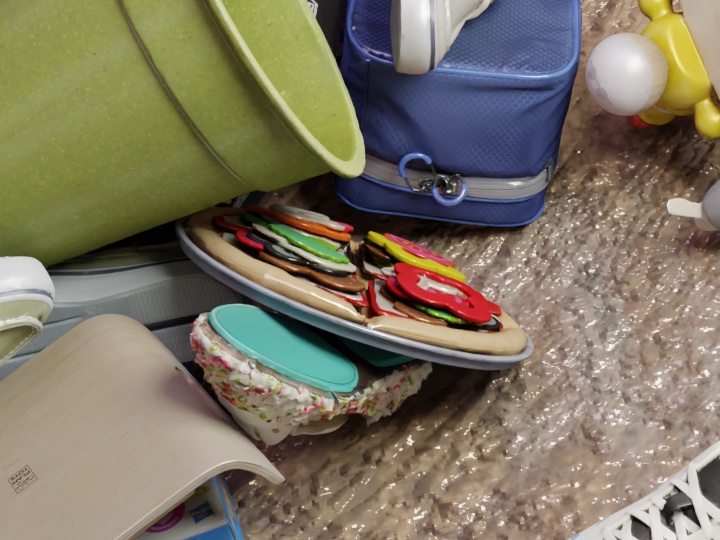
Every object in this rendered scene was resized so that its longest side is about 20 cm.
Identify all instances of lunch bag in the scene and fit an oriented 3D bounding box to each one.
[{"bbox_3d":[0.055,-0.113,1.324,0.135,0.133,0.201,8,44,1],"label":"lunch bag"}]

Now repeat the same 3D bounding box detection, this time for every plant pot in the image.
[{"bbox_3d":[-0.127,-0.093,1.155,0.189,0.200,0.201,-28,38,13],"label":"plant pot"}]

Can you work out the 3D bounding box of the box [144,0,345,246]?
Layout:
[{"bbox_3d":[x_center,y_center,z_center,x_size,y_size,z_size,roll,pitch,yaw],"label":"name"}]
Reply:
[{"bbox_3d":[-0.063,-0.115,1.355,0.043,0.160,0.201,25,40,-14],"label":"box"}]

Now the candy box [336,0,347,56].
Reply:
[{"bbox_3d":[-0.004,-0.229,1.518,0.168,0.077,0.201,-2,43,17],"label":"candy box"}]

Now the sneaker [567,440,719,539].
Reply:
[{"bbox_3d":[0.157,0.117,1.067,0.199,0.073,0.072,-24,42,-6],"label":"sneaker"}]

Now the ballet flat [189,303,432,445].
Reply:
[{"bbox_3d":[-0.027,0.057,1.143,0.076,0.200,0.064,43,109,26],"label":"ballet flat"}]

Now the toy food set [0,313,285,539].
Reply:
[{"bbox_3d":[-0.151,0.120,1.110,0.200,0.061,0.143,-37,43,-9],"label":"toy food set"}]

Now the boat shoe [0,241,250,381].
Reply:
[{"bbox_3d":[-0.155,0.026,1.213,0.199,0.072,0.062,-7,22,2],"label":"boat shoe"}]

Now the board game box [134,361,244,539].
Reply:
[{"bbox_3d":[-0.172,0.118,1.200,0.199,0.056,0.196,-20,40,-2],"label":"board game box"}]

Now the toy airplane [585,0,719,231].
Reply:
[{"bbox_3d":[0.190,-0.121,1.227,0.140,0.200,0.200,-19,40,-18],"label":"toy airplane"}]

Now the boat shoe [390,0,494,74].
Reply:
[{"bbox_3d":[0.054,-0.175,1.246,0.069,0.071,0.201,5,37,2],"label":"boat shoe"}]

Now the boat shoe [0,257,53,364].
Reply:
[{"bbox_3d":[-0.233,0.065,1.114,0.199,0.072,0.062,-31,67,-2],"label":"boat shoe"}]

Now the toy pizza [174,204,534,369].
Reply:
[{"bbox_3d":[0.000,0.000,1.193,0.199,0.032,0.200,19,11,-4],"label":"toy pizza"}]

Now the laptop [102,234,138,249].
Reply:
[{"bbox_3d":[-0.164,-0.109,1.411,0.199,0.104,0.178,-4,45,17],"label":"laptop"}]
